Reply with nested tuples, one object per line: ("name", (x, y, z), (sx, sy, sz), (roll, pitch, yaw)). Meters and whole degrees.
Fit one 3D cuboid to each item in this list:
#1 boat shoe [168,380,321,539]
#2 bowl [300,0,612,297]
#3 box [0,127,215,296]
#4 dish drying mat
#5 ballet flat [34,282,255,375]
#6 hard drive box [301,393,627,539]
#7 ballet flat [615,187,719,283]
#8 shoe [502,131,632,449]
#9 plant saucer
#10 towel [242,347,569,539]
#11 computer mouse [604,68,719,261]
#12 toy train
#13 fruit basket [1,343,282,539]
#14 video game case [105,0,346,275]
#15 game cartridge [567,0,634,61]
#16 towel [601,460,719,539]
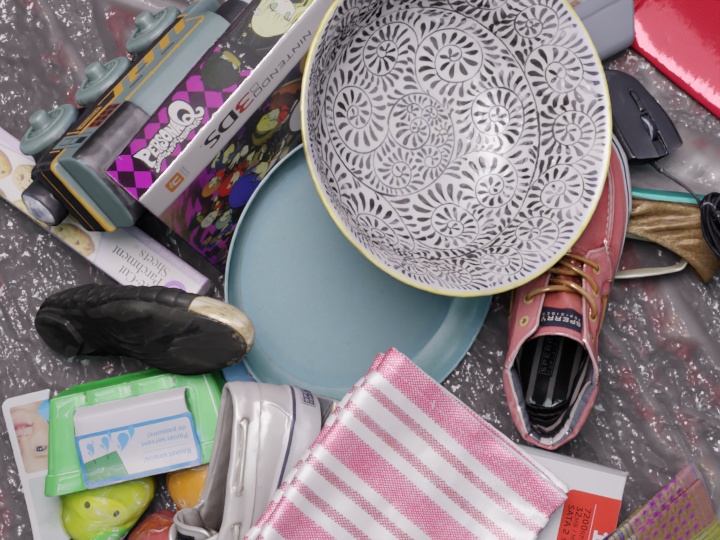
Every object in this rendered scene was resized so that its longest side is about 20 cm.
("boat shoe", (-0.082, 0.162, 0.742), (0.066, 0.072, 0.201), (14, 100, -22))
("bowl", (0.041, -0.085, 0.740), (0.200, 0.094, 0.201), (0, 90, -25))
("box", (-0.193, -0.033, 0.863), (0.200, 0.039, 0.041), (36, 83, 6))
("dish drying mat", (0.276, -0.135, 0.867), (0.200, 0.018, 0.077), (41, 87, 7))
("ballet flat", (-0.138, 0.027, 0.792), (0.057, 0.200, 0.067), (-49, 125, -34))
("hard drive box", (0.049, 0.176, 0.780), (0.199, 0.077, 0.156), (14, 83, -15))
("ballet flat", (0.157, -0.033, 0.843), (0.199, 0.068, 0.073), (14, 99, 0))
("shoe", (0.131, 0.010, 0.779), (0.071, 0.091, 0.201), (8, 110, 3))
("plant saucer", (0.000, 0.000, 0.812), (0.200, 0.027, 0.201), (-8, 107, -27))
("towel", (0.014, 0.165, 0.715), (0.146, 0.030, 0.200), (39, 78, -10))
("computer mouse", (0.203, -0.072, 0.811), (0.058, 0.034, 0.200), (-16, 51, -29))
("toy train", (-0.135, -0.105, 0.810), (0.200, 0.114, 0.085), (-51, 121, -25))
("fruit basket", (-0.126, 0.162, 0.810), (0.185, 0.094, 0.201), (-11, 86, 0))
("video game case", (-0.053, -0.087, 0.784), (0.036, 0.200, 0.181), (40, 85, 20))
("game cartridge", (0.102, -0.209, 0.814), (0.133, 0.042, 0.200), (-26, 122, 8))
("towel", (0.168, 0.226, 0.767), (0.200, 0.023, 0.144), (-33, 109, -26))
